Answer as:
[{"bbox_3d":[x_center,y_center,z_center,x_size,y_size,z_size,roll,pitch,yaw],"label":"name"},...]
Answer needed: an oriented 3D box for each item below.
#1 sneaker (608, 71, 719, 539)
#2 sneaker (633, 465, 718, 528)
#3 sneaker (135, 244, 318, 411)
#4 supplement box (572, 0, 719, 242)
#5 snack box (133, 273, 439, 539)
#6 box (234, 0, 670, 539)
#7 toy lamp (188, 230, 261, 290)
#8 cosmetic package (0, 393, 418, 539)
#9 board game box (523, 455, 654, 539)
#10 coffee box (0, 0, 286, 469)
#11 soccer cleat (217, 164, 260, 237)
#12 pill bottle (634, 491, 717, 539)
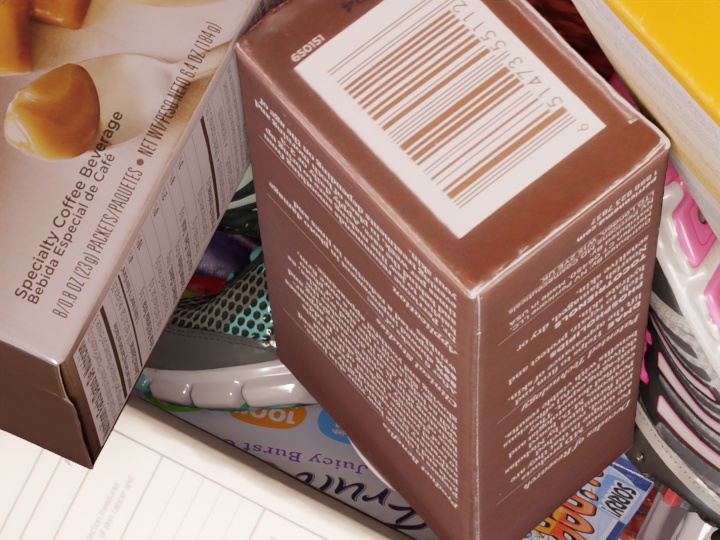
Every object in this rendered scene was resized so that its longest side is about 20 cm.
[{"bbox_3d":[0.110,0.023,0.920,0.087,0.074,0.200,-4,125,47],"label":"sneaker"},{"bbox_3d":[0.165,0.066,1.020,0.200,0.079,0.095,41,-162,13],"label":"sneaker"},{"bbox_3d":[0.000,0.000,1.022,0.199,0.092,0.078,-5,-179,24],"label":"sneaker"},{"bbox_3d":[0.122,-0.037,0.742,0.126,0.073,0.200,53,-179,39],"label":"supplement box"},{"bbox_3d":[-0.035,0.077,1.073,0.142,0.200,0.053,9,121,2],"label":"snack box"},{"bbox_3d":[0.027,-0.002,0.843,0.100,0.075,0.200,47,162,20],"label":"box"},{"bbox_3d":[-0.126,-0.033,1.184,0.199,0.058,0.058,22,161,9],"label":"toy lamp"},{"bbox_3d":[-0.035,0.114,0.931,0.200,0.104,0.087,28,179,1],"label":"cosmetic package"},{"bbox_3d":[0.054,0.073,1.260,0.135,0.035,0.200,25,161,4],"label":"board game box"},{"bbox_3d":[-0.082,-0.065,0.812,0.114,0.200,0.080,23,159,11],"label":"coffee box"},{"bbox_3d":[-0.046,-0.037,0.904,0.199,0.068,0.081,-9,143,-20],"label":"soccer cleat"},{"bbox_3d":[0.203,0.130,1.096,0.200,0.111,0.111,26,161,-1],"label":"pill bottle"}]
